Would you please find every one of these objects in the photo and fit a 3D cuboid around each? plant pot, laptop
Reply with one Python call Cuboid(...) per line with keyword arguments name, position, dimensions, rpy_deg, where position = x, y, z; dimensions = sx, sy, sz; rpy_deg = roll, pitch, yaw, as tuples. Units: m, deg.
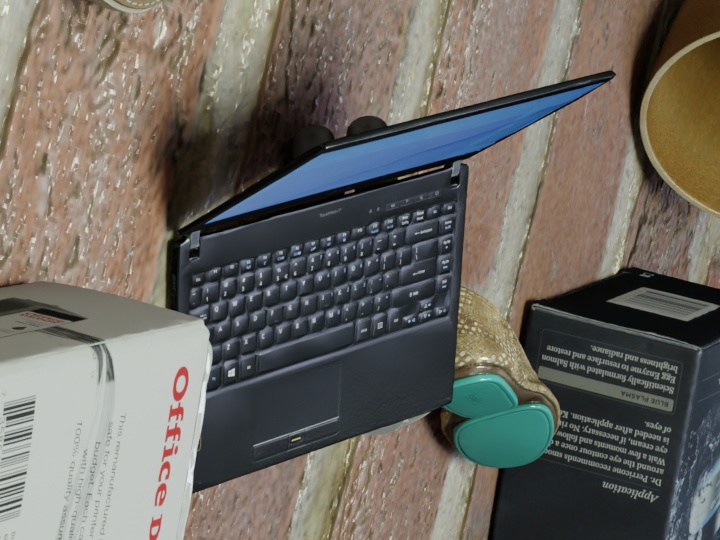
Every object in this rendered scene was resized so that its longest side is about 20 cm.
Cuboid(name="plant pot", position=(0.290, -0.160, 1.730), dimensions=(0.187, 0.185, 0.201), rpy_deg=(77, 22, -46))
Cuboid(name="laptop", position=(0.013, 0.007, 1.171), dimensions=(0.176, 0.103, 0.201), rpy_deg=(-16, 119, -38))

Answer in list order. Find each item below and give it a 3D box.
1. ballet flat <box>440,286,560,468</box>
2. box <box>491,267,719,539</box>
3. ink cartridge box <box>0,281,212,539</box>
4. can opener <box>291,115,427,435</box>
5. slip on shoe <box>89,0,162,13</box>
Cuboid(name="ballet flat", position=(0.069, 0.056, 1.445), dimensions=(0.200, 0.070, 0.066), rpy_deg=(65, 14, -70))
Cuboid(name="box", position=(0.176, 0.116, 1.660), dimensions=(0.196, 0.117, 0.202), rpy_deg=(-16, 118, -64))
Cuboid(name="ink cartridge box", position=(-0.144, 0.089, 0.946), dimensions=(0.200, 0.082, 0.148), rpy_deg=(-11, 112, -65))
Cuboid(name="can opener", position=(0.000, 0.000, 1.298), dimensions=(0.067, 0.053, 0.201), rpy_deg=(-100, -179, -50))
Cuboid(name="slip on shoe", position=(-0.083, -0.182, 0.973), dimensions=(0.076, 0.060, 0.201), rpy_deg=(-50, 145, -47))
